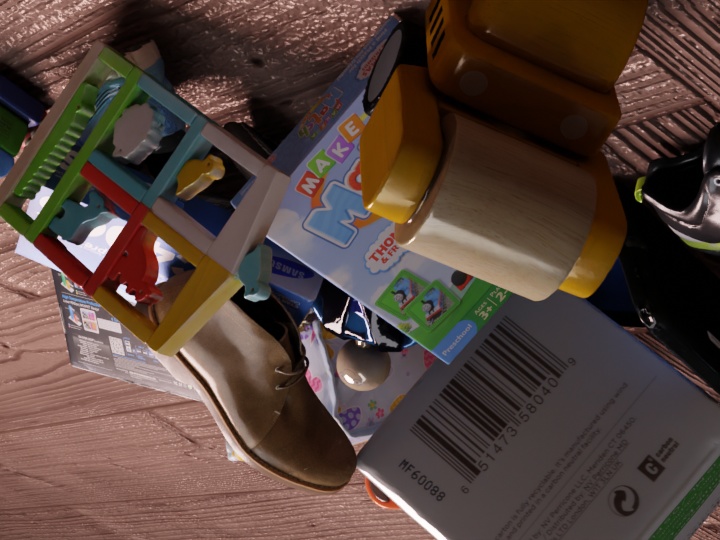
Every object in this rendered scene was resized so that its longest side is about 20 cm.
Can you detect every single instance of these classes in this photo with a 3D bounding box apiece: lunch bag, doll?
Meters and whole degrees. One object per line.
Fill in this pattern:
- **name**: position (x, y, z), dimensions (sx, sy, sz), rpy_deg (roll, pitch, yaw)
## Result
- **lunch bag**: position (-0.002, 0.082, 1.325), dimensions (0.200, 0.127, 0.170), rpy_deg (-7, 173, -40)
- **doll**: position (0.000, 0.000, 1.091), dimensions (0.136, 0.048, 0.200), rpy_deg (13, 130, 20)

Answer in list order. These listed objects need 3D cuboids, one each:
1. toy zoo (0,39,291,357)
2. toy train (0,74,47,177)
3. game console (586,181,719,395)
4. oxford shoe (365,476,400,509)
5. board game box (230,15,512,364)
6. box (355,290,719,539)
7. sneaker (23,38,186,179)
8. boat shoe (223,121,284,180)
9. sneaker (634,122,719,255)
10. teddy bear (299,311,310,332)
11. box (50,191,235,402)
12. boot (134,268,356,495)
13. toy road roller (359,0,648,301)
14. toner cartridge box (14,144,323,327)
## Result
- **toy zoo**: position (-0.128, -0.039, 0.955), dimensions (0.200, 0.131, 0.020), rpy_deg (38, -174, 28)
- **toy train**: position (-0.335, -0.083, 1.193), dimensions (0.200, 0.116, 0.085), rpy_deg (-4, 149, 40)
- **game console**: position (0.191, 0.033, 1.109), dimensions (0.116, 0.176, 0.200), rpy_deg (-32, 135, 24)
- **oxford shoe**: position (0.102, 0.154, 1.309), dimensions (0.200, 0.071, 0.073), rpy_deg (-20, 159, 2)
- **board game box**: position (0.038, -0.045, 0.998), dimensions (0.200, 0.151, 0.037), rpy_deg (36, -171, -37)
- **box**: position (0.146, 0.137, 1.147), dimensions (0.200, 0.199, 0.171), rpy_deg (40, 179, 21)
- **sneaker**: position (-0.174, -0.080, 1.093), dimensions (0.090, 0.078, 0.200), rpy_deg (59, 153, 3)
- **boat shoe**: position (-0.037, -0.057, 1.144), dimensions (0.067, 0.057, 0.200), rpy_deg (48, 178, 41)
- **sneaker**: position (0.239, -0.053, 0.925), dimensions (0.083, 0.072, 0.200), rpy_deg (29, 154, -25)
- **teddy bear**: position (-0.114, 0.004, 1.235), dimensions (0.200, 0.067, 0.145), rpy_deg (18, 133, 41)
- **box**: position (-0.158, 0.013, 1.210), dimensions (0.200, 0.046, 0.159), rpy_deg (10, 118, 38)
- **boot**: position (-0.059, 0.076, 1.055), dimensions (0.075, 0.074, 0.200), rpy_deg (-27, 117, 33)
- **toy road roller**: position (0.082, -0.095, 0.803), dimensions (0.123, 0.200, 0.146), rpy_deg (21, 121, -13)
- **toner cartridge box**: position (-0.130, -0.012, 1.072), dimensions (0.200, 0.043, 0.095), rpy_deg (23, 146, -7)
